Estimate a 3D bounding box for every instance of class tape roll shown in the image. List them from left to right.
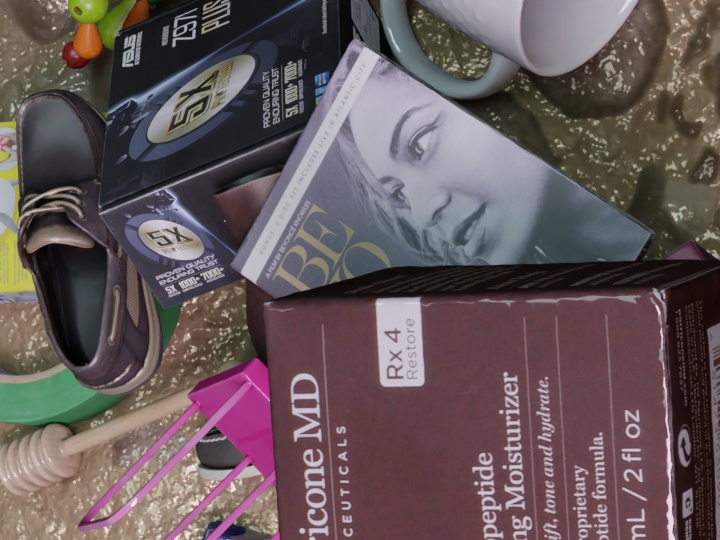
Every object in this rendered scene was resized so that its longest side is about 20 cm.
[{"bbox_3d":[-0.217,0.003,1.508,0.200,0.048,0.201,-3,80,19],"label":"tape roll"}]

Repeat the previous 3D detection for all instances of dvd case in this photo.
[{"bbox_3d":[0.040,-0.011,1.217,0.200,0.016,0.149,35,106,19],"label":"dvd case"}]

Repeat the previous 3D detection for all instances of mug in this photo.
[{"bbox_3d":[0.072,-0.202,1.399,0.175,0.148,0.200,34,124,29],"label":"mug"}]

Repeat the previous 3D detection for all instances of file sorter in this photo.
[{"bbox_3d":[-0.049,0.171,1.294,0.200,0.139,0.125,46,72,-6],"label":"file sorter"}]

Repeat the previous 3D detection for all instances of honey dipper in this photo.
[{"bbox_3d":[-0.152,0.097,1.451,0.200,0.038,0.038,-25,74,29],"label":"honey dipper"}]

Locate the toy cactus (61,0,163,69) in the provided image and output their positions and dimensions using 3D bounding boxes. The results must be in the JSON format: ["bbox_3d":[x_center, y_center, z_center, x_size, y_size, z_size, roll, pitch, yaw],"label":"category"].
[{"bbox_3d":[-0.141,-0.227,1.472,0.165,0.200,0.102,-20,45,-18],"label":"toy cactus"}]

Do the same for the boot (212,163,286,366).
[{"bbox_3d":[0.023,0.010,1.269,0.200,0.072,0.167,-11,105,20],"label":"boot"}]

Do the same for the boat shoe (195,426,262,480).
[{"bbox_3d":[-0.028,0.084,1.393,0.201,0.072,0.061,-17,98,35],"label":"boat shoe"}]

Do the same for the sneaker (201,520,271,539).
[{"bbox_3d":[-0.131,0.253,1.421,0.115,0.081,0.200,12,87,19],"label":"sneaker"}]

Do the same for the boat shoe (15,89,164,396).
[{"bbox_3d":[-0.172,-0.023,1.385,0.074,0.073,0.200,-21,77,13],"label":"boat shoe"}]

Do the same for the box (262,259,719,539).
[{"bbox_3d":[0.078,0.084,1.110,0.200,0.164,0.166,-2,95,21],"label":"box"}]

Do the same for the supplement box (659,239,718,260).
[{"bbox_3d":[0.201,0.063,1.268,0.086,0.200,0.110,-35,72,12],"label":"supplement box"}]

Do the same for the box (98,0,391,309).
[{"bbox_3d":[-0.068,-0.094,1.394,0.163,0.086,0.200,-21,36,15],"label":"box"}]

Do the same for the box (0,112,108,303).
[{"bbox_3d":[-0.245,-0.036,1.474,0.200,0.048,0.118,-3,81,16],"label":"box"}]
